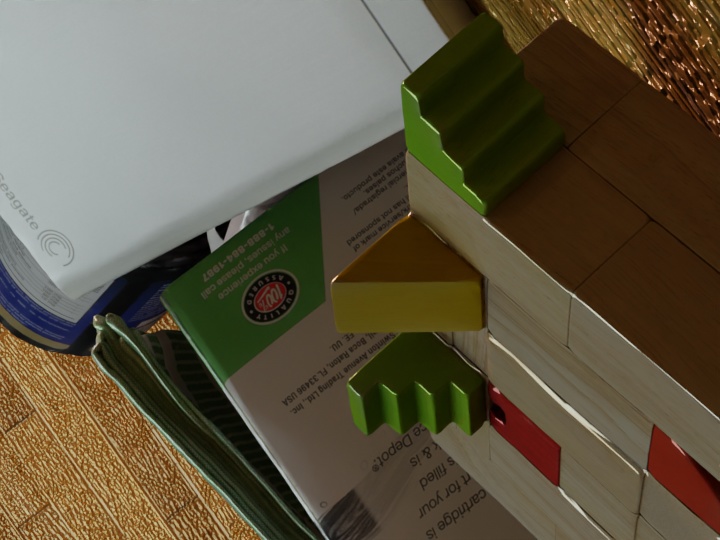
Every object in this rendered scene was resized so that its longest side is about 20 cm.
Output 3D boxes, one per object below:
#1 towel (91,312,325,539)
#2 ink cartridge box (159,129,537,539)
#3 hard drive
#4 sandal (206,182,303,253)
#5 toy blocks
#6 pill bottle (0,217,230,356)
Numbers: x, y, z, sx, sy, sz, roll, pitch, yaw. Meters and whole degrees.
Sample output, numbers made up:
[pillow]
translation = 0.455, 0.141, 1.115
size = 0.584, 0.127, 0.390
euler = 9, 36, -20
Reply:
[towel]
translation = -0.045, 0.078, 0.774
size = 0.153, 0.023, 0.200
euler = 47, 178, 4
[ink cartridge box]
translation = 0.044, 0.051, 0.683
size = 0.201, 0.145, 0.084
euler = 54, 179, 22
[hard drive]
translation = -0.068, -0.080, 0.649
size = 0.132, 0.199, 0.027
euler = 54, -145, -17
[sandal]
translation = -0.028, -0.032, 0.759
size = 0.050, 0.082, 0.203
euler = 59, 138, 25
[toy blocks]
translation = 0.078, 0.037, 0.448
size = 0.137, 0.100, 0.201
euler = 42, 162, 23
[pill bottle]
translation = -0.110, -0.038, 0.869
size = 0.112, 0.112, 0.200
euler = 53, 150, 1
